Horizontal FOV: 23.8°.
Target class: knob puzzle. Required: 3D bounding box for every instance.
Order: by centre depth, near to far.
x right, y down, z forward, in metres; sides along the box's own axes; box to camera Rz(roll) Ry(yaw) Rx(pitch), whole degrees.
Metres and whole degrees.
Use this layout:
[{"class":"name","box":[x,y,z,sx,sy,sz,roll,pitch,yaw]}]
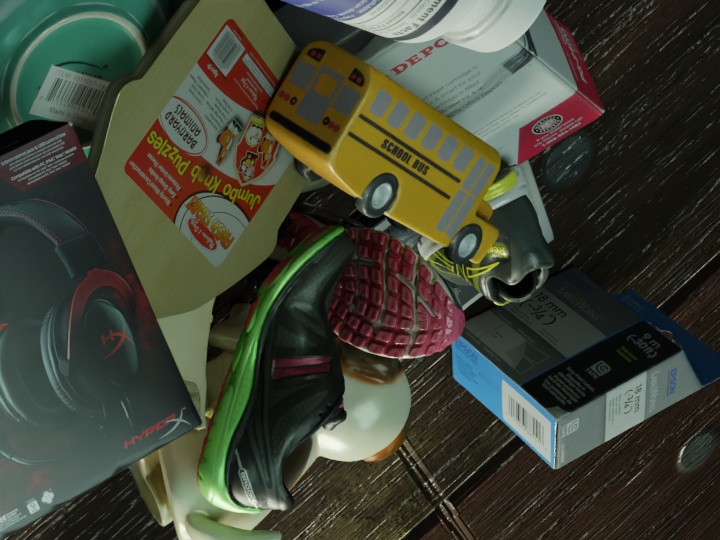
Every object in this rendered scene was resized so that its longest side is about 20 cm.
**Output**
[{"class":"knob puzzle","box":[-0.103,-0.058,1.004,0.219,0.030,0.220,-34,138,-38]}]

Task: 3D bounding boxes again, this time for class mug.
[{"class":"mug","box":[-0.171,-0.140,0.983,0.185,0.114,0.152,-31,136,-16]}]

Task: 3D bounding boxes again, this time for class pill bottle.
[{"class":"pill bottle","box":[0.007,-0.192,0.939,0.200,0.116,0.116,14,112,-35]}]

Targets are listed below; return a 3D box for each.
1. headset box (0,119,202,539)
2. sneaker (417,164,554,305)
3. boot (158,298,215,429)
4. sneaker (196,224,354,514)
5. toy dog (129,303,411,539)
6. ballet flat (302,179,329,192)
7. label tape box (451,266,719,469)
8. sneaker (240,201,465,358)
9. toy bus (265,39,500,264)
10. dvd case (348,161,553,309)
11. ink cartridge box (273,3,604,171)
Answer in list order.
[{"class":"headset box","box":[-0.193,0.023,0.886,0.148,0.075,0.201,-29,107,-25]},{"class":"sneaker","box":[0.093,-0.008,1.251,0.074,0.085,0.200,-24,169,-6]},{"class":"boot","box":[-0.114,0.024,1.108,0.200,0.073,0.156,-4,94,-69]},{"class":"sneaker","box":[-0.043,0.066,1.128,0.084,0.077,0.201,20,90,-6]},{"class":"toy dog","box":[-0.061,0.101,1.219,0.200,0.194,0.140,-22,122,-17]},{"class":"ballet flat","box":[-0.065,-0.083,1.147,0.200,0.069,0.070,-7,126,-37]},{"class":"label tape box","box":[0.197,0.065,1.439,0.200,0.144,0.063,-26,133,-24]},{"class":"sneaker","box":[0.000,0.000,1.180,0.075,0.200,0.081,4,108,-46]},{"class":"toy bus","box":[0.024,-0.069,1.075,0.200,0.065,0.078,26,96,-53]},{"class":"dvd case","box":[0.057,-0.017,1.345,0.200,0.025,0.150,-37,139,-10]},{"class":"ink cartridge box","box":[0.050,-0.136,1.151,0.145,0.084,0.200,-29,149,23]}]
